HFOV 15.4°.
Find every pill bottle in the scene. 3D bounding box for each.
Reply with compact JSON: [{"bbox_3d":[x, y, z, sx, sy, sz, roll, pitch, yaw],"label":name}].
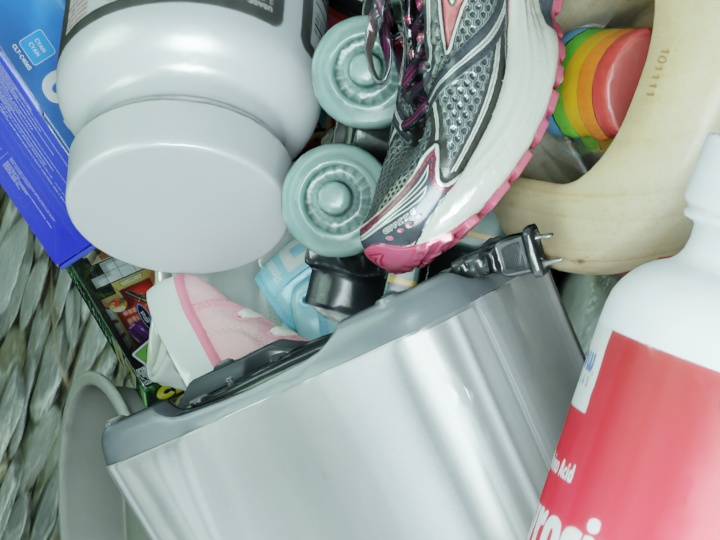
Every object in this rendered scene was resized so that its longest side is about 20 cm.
[{"bbox_3d":[-0.071,-0.108,1.157,0.116,0.116,0.200,131,149,-50],"label":"pill bottle"},{"bbox_3d":[0.111,0.067,0.781,0.112,0.112,0.200,-153,80,-70],"label":"pill bottle"}]

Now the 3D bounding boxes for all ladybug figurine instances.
[{"bbox_3d":[0.104,-0.061,0.957,0.200,0.072,0.136,-154,82,-70],"label":"ladybug figurine"}]

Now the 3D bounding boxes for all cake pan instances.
[{"bbox_3d":[-0.110,0.148,1.337,0.200,0.037,0.201,174,90,-69],"label":"cake pan"}]

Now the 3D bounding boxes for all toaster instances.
[{"bbox_3d":[0.015,0.074,0.942,0.200,0.129,0.114,-25,2,30],"label":"toaster"}]

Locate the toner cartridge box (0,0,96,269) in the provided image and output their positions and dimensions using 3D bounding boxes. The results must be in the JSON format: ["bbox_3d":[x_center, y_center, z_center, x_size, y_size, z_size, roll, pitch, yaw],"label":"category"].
[{"bbox_3d":[-0.165,-0.102,1.225,0.043,0.200,0.095,-36,5,-27],"label":"toner cartridge box"}]

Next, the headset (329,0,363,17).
[{"bbox_3d":[0.016,-0.165,1.221,0.124,0.094,0.200,-49,46,24],"label":"headset"}]

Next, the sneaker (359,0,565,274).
[{"bbox_3d":[0.031,-0.094,0.959,0.081,0.075,0.200,-27,46,63],"label":"sneaker"}]

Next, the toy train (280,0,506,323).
[{"bbox_3d":[0.039,-0.070,1.083,0.085,0.114,0.200,29,-106,-83],"label":"toy train"}]

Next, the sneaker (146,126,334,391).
[{"bbox_3d":[-0.033,-0.026,1.239,0.074,0.115,0.200,-145,74,-71],"label":"sneaker"}]

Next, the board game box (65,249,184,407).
[{"bbox_3d":[-0.103,-0.025,1.345,0.200,0.105,0.023,55,159,34],"label":"board game box"}]

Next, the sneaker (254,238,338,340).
[{"bbox_3d":[0.000,0.000,1.177,0.074,0.082,0.200,-130,59,-66],"label":"sneaker"}]

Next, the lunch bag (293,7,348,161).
[{"bbox_3d":[-0.090,-0.137,1.300,0.082,0.176,0.200,-12,97,52],"label":"lunch bag"}]

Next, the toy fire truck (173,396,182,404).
[{"bbox_3d":[-0.078,0.027,1.417,0.200,0.049,0.141,-151,77,-71],"label":"toy fire truck"}]

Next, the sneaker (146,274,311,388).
[{"bbox_3d":[-0.008,0.060,1.094,0.200,0.105,0.075,55,174,39],"label":"sneaker"}]
